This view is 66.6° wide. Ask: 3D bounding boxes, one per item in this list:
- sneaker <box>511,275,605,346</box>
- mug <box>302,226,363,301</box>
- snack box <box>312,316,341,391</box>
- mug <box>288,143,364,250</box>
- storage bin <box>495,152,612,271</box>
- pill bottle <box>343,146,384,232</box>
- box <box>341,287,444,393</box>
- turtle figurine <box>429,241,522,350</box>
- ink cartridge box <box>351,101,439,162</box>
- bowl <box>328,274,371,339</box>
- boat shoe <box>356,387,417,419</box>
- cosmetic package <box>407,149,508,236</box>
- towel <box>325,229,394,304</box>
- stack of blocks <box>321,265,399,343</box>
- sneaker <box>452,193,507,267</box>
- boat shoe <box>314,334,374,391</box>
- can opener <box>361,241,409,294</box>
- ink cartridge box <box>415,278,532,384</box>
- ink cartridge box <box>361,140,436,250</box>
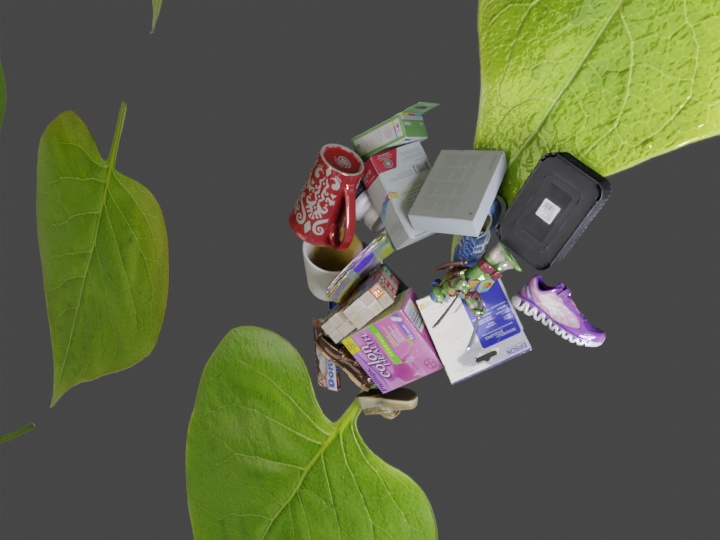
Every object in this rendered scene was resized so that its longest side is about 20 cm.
[{"bbox_3d":[0.409,0.077,1.115,0.198,0.080,0.090,34,110,28],"label":"sneaker"},{"bbox_3d":[-0.062,-0.015,1.369,0.148,0.187,0.155,32,143,18],"label":"mug"},{"bbox_3d":[-0.095,0.235,1.554,0.071,0.024,0.206,2,100,35],"label":"snack box"},{"bbox_3d":[-0.057,-0.161,1.245,0.176,0.133,0.202,35,130,8],"label":"mug"},{"bbox_3d":[0.379,-0.118,1.083,0.135,0.093,0.202,42,122,22],"label":"storage bin"},{"bbox_3d":[-0.004,-0.195,1.341,0.201,0.110,0.112,50,124,18],"label":"pill bottle"},{"bbox_3d":[0.087,0.172,1.319,0.198,0.097,0.177,-30,104,35],"label":"box"},{"bbox_3d":[0.243,0.047,1.123,0.193,0.202,0.144,-37,116,19],"label":"turtle figurine"},{"bbox_3d":[0.087,-0.312,1.253,0.197,0.103,0.061,-20,89,37],"label":"ink cartridge box"},{"bbox_3d":[0.002,0.101,1.444,0.197,0.039,0.206,8,104,35],"label":"bowl"},{"bbox_3d":[0.075,0.349,1.427,0.198,0.073,0.068,-10,97,48],"label":"boat shoe"},{"bbox_3d":[0.206,-0.167,1.147,0.148,0.202,0.052,8,146,36],"label":"cosmetic package"},{"bbox_3d":[0.000,0.000,1.277,0.200,0.144,0.023,-45,73,-3],"label":"towel"},{"bbox_3d":[-0.003,0.087,1.315,0.199,0.115,0.059,-40,99,22],"label":"stack of blocks"},{"bbox_3d":[0.246,-0.075,1.201,0.075,0.076,0.204,33,119,24],"label":"sneaker"},{"bbox_3d":[-0.032,0.233,1.476,0.199,0.070,0.071,38,104,8],"label":"boat shoe"},{"bbox_3d":[0.058,0.006,1.375,0.200,0.066,0.053,47,118,10],"label":"can opener"},{"bbox_3d":[0.249,0.119,1.218,0.194,0.047,0.204,-26,83,14],"label":"ink cartridge box"},{"bbox_3d":[0.106,-0.168,1.232,0.204,0.143,0.083,64,152,7],"label":"ink cartridge box"}]
